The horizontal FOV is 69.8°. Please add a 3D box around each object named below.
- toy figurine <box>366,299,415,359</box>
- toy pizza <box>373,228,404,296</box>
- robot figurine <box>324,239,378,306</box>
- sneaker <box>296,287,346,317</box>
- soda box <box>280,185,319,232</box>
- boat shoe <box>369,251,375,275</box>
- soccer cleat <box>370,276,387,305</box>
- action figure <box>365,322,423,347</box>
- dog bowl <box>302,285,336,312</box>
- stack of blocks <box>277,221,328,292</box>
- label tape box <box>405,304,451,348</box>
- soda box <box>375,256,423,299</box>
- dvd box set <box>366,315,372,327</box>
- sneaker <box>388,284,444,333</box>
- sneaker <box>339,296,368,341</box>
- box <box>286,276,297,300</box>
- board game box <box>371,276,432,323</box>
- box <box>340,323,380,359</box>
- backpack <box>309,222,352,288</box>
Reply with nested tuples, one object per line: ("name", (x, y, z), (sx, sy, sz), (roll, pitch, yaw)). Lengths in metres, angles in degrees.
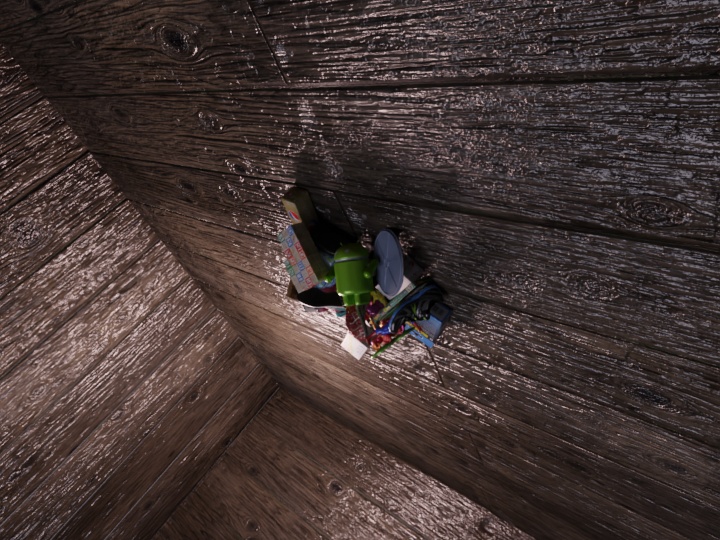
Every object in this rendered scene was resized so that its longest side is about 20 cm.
("toy figurine", (0.062, 0.172, 1.753), (0.200, 0.150, 0.184), (-41, 80, 38))
("toy pizza", (0.089, -0.023, 1.528), (0.200, 0.032, 0.201), (175, 90, -69))
("robot figurine", (-0.021, 0.007, 1.600), (0.175, 0.116, 0.200), (-7, 89, 36))
("sneaker", (-0.115, 0.110, 1.811), (0.200, 0.084, 0.121), (6, 158, 12))
("soda box", (-0.190, -0.181, 1.723), (0.064, 0.068, 0.200), (25, 150, 32))
("boat shoe", (0.000, 0.000, 1.712), (0.072, 0.065, 0.200), (8, 151, -35))
("soccer cleat", (0.056, 0.083, 1.808), (0.084, 0.065, 0.200), (9, 140, 45))
("action figure", (0.117, 0.191, 1.629), (0.065, 0.200, 0.099), (19, -148, -52))
("dog bowl", (-0.145, 0.065, 1.922), (0.074, 0.200, 0.200), (12, 146, 15))
("stack of blocks", (-0.194, -0.042, 1.683), (0.115, 0.059, 0.200), (-30, 85, 43))
("label tape box", (0.210, 0.157, 1.708), (0.144, 0.063, 0.200), (35, 154, 17))
("soda box", (0.120, 0.028, 1.631), (0.068, 0.064, 0.200), (42, 155, -2))
("dvd box set", (-0.010, 0.133, 1.920), (0.146, 0.029, 0.200), (55, 173, -6))
("sneaker", (0.167, 0.125, 1.559), (0.083, 0.199, 0.071), (52, 175, 18))
("sneaker", (-0.004, 0.133, 1.697), (0.078, 0.082, 0.200), (-9, 93, 47))
("box", (-0.207, 0.009, 1.847), (0.021, 0.200, 0.163), (10, 173, 17))
("board game box", (0.127, 0.089, 1.577), (0.200, 0.105, 0.023), (-45, 74, 34))
("box", (0.003, 0.277, 2.134), (0.101, 0.113, 0.200), (38, 156, 6))
("backpack", (-0.115, -0.034, 1.746), (0.163, 0.154, 0.200), (35, 154, 18))
